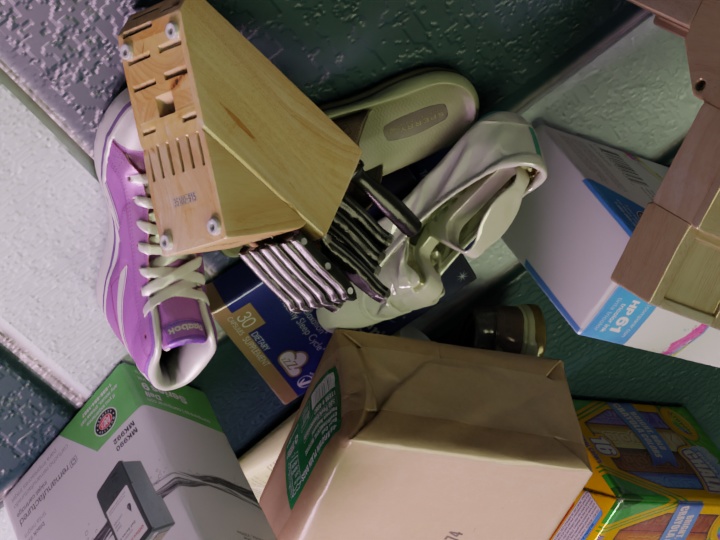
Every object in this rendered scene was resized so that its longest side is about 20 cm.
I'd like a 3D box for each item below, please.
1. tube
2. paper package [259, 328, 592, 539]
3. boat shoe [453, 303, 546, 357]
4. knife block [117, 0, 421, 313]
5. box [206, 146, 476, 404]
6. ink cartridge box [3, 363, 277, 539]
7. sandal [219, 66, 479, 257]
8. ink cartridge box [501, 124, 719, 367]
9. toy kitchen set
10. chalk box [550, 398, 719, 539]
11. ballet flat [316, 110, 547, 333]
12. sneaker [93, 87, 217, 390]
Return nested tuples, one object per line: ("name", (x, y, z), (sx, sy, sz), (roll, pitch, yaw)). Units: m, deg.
("tube", (-0.025, 0.116, 1.435), (0.200, 0.052, 0.058), (-42, 93, 21))
("paper package", (0.039, 0.153, 1.379), (0.191, 0.103, 0.200), (8, 135, -19))
("boat shoe", (0.072, 0.098, 1.461), (0.066, 0.072, 0.201), (14, 129, -18))
("knife block", (-0.046, -0.069, 1.188), (0.176, 0.200, 0.064), (-11, 178, -44))
("box", (0.000, 0.000, 1.356), (0.200, 0.032, 0.121), (-35, 136, 0))
("ink cartridge box", (-0.144, 0.185, 1.312), (0.084, 0.200, 0.146), (27, 111, -41))
("sandal", (-0.009, -0.069, 1.268), (0.201, 0.057, 0.080), (-28, 136, -6))
("ink cartridge box", (0.207, -0.011, 1.378), (0.200, 0.145, 0.085), (12, 120, -39))
("toy kitchen set", (0.232, -0.081, 1.276), (0.163, 0.180, 0.200), (19, 102, -40))
("chalk box", (0.228, 0.191, 1.588), (0.200, 0.124, 0.124), (7, 124, -34))
("ballet flat", (0.048, -0.019, 1.296), (0.200, 0.069, 0.069), (-47, 135, 13))
("sneaker", (-0.116, -0.014, 1.217), (0.073, 0.114, 0.201), (-11, 131, -19))
